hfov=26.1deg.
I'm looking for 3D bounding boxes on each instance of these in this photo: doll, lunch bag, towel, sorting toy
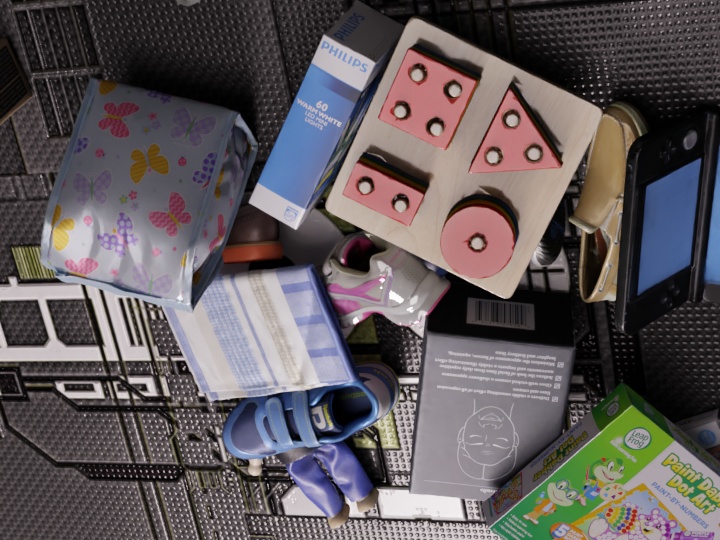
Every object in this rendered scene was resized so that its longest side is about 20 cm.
[{"bbox_3d":[-0.066,0.193,1.732,0.136,0.049,0.201,-30,103,15],"label":"doll"},{"bbox_3d":[-0.214,-0.070,1.555,0.168,0.201,0.127,12,164,12],"label":"lunch bag"},{"bbox_3d":[-0.107,0.064,1.604,0.199,0.024,0.148,-9,116,30],"label":"towel"},{"bbox_3d":[0.091,-0.097,1.421,0.198,0.070,0.201,26,106,1],"label":"sorting toy"}]

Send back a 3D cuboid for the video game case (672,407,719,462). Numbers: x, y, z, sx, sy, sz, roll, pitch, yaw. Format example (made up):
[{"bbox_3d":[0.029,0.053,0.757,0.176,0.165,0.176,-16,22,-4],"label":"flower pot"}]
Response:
[{"bbox_3d":[0.343,0.253,1.634,0.180,0.026,0.201,-22,108,28],"label":"video game case"}]

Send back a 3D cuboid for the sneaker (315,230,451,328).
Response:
[{"bbox_3d":[0.000,0.000,1.559,0.199,0.081,0.088,-6,127,50],"label":"sneaker"}]

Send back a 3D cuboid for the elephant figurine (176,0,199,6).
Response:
[{"bbox_3d":[-0.148,-0.359,1.422,0.154,0.142,0.201,-30,106,2],"label":"elephant figurine"}]

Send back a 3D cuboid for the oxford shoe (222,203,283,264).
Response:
[{"bbox_3d":[-0.172,-0.042,1.646,0.198,0.071,0.073,-2,91,22],"label":"oxford shoe"}]

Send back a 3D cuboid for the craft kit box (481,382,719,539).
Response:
[{"bbox_3d":[0.260,0.236,1.557,0.200,0.049,0.198,37,108,-24],"label":"craft kit box"}]

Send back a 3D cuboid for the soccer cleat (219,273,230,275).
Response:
[{"bbox_3d":[-0.135,0.029,1.669,0.199,0.070,0.087,28,101,6],"label":"soccer cleat"}]

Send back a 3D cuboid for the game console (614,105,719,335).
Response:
[{"bbox_3d":[0.333,-0.038,1.429,0.116,0.175,0.201,25,128,39],"label":"game console"}]

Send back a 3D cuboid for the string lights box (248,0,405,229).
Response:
[{"bbox_3d":[-0.034,-0.150,1.503,0.059,0.103,0.201,29,124,3],"label":"string lights box"}]

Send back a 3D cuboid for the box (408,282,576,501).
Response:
[{"bbox_3d":[0.131,0.125,1.576,0.147,0.107,0.201,6,120,1],"label":"box"}]

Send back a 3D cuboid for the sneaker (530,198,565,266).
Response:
[{"bbox_3d":[0.133,-0.093,1.499,0.077,0.076,0.201,-22,99,35],"label":"sneaker"}]

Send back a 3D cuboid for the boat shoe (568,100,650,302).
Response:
[{"bbox_3d":[0.232,-0.057,1.461,0.072,0.076,0.201,36,138,54],"label":"boat shoe"}]

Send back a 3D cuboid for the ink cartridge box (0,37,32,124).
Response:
[{"bbox_3d":[-0.466,-0.157,1.618,0.199,0.165,0.076,-12,115,26],"label":"ink cartridge box"}]

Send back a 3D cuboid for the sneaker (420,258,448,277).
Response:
[{"bbox_3d":[0.041,-0.072,1.532,0.073,0.082,0.201,-7,117,21],"label":"sneaker"}]

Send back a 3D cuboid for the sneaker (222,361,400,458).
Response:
[{"bbox_3d":[-0.057,0.151,1.651,0.199,0.082,0.074,-21,99,8],"label":"sneaker"}]
